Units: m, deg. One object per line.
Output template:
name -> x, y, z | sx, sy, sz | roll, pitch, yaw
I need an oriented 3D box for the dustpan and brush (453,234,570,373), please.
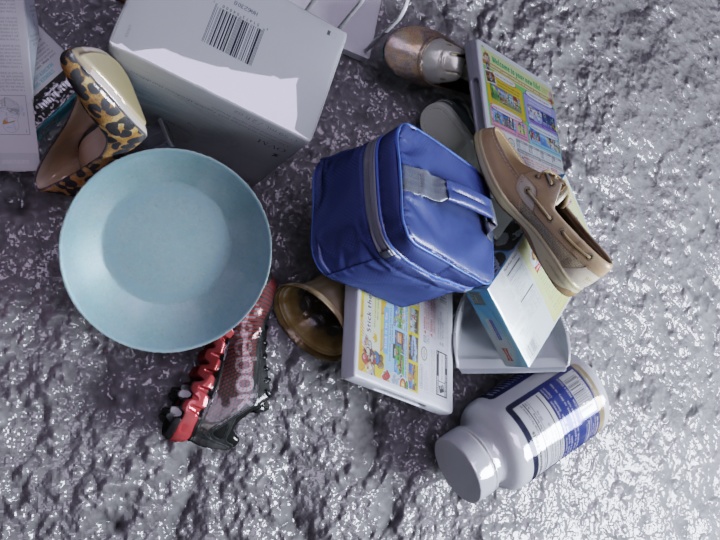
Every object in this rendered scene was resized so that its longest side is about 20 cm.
dustpan and brush -> 0.176, 0.027, 1.000 | 0.137, 0.058, 0.202 | -1, 45, 0

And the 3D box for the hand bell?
hand bell -> 0.000, 0.000, 0.934 | 0.105, 0.104, 0.200 | 50, 53, -9

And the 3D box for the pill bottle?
pill bottle -> 0.187, 0.186, 0.961 | 0.198, 0.111, 0.113 | -26, 92, -25

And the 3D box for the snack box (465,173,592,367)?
snack box -> 0.200, -0.003, 0.931 | 0.201, 0.037, 0.117 | -50, 122, -31

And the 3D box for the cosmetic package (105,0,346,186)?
cosmetic package -> -0.150, -0.196, 0.822 | 0.197, 0.199, 0.125 | 23, 76, -18

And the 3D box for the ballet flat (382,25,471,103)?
ballet flat -> 0.115, -0.248, 0.994 | 0.198, 0.067, 0.069 | 6, 103, -41

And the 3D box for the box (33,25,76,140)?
box -> -0.370, -0.230, 0.811 | 0.200, 0.049, 0.083 | 45, 67, -11

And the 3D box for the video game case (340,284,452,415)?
video game case -> 0.046, 0.043, 0.911 | 0.181, 0.023, 0.203 | 28, 57, -45

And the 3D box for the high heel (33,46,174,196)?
high heel -> -0.258, -0.121, 0.721 | 0.141, 0.200, 0.072 | -23, 76, 1

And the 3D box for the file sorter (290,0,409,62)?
file sorter -> -0.045, -0.362, 0.942 | 0.197, 0.124, 0.141 | 17, 74, -20

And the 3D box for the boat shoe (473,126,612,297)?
boat shoe -> 0.191, -0.074, 0.858 | 0.202, 0.064, 0.071 | 58, 31, 7

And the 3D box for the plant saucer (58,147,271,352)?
plant saucer -> -0.185, -0.021, 0.785 | 0.197, 0.039, 0.205 | -6, 111, -15

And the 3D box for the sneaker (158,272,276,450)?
sneaker -> -0.127, 0.096, 0.854 | 0.097, 0.071, 0.203 | 29, 72, -17

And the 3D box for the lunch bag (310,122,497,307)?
lunch bag -> 0.059, -0.049, 0.830 | 0.199, 0.131, 0.138 | 21, 62, -47

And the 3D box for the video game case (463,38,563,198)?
video game case -> 0.194, -0.164, 0.994 | 0.198, 0.022, 0.186 | 9, 72, -51

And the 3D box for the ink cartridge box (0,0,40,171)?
ink cartridge box -> -0.384, -0.197, 0.763 | 0.159, 0.050, 0.203 | -1, 115, -9

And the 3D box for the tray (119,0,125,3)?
tray -> -0.201, -0.380, 0.923 | 0.097, 0.037, 0.203 | 19, 73, -20

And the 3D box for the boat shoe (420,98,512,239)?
boat shoe -> 0.152, -0.129, 1.019 | 0.201, 0.073, 0.062 | 55, 43, -1
